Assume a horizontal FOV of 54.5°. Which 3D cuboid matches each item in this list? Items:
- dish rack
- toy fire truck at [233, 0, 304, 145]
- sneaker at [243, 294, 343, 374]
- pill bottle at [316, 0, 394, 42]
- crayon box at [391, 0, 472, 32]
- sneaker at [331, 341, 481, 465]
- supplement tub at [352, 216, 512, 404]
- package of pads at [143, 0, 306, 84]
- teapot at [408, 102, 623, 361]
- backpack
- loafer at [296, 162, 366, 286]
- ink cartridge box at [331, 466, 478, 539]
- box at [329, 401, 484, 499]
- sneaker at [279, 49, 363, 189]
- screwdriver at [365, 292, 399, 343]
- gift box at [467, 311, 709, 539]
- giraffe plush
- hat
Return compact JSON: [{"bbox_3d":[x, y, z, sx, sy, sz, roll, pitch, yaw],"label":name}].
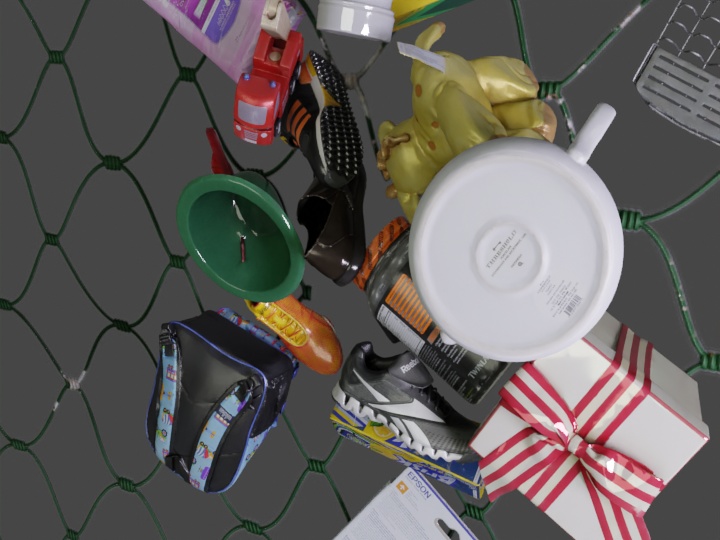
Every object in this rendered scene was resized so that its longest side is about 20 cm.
[{"bbox_3d":[0.359,-0.227,0.654,0.151,0.054,0.204,33,111,17],"label":"dish rack"},{"bbox_3d":[-0.089,-0.254,0.748,0.047,0.205,0.142,13,148,0],"label":"toy fire truck"},{"bbox_3d":[-0.102,0.062,0.906,0.200,0.077,0.073,44,112,10],"label":"sneaker"},{"bbox_3d":[0.007,-0.343,0.703,0.109,0.112,0.206,16,106,21],"label":"pill bottle"},{"bbox_3d":[0.062,-0.388,0.763,0.168,0.058,0.206,-11,95,27],"label":"crayon box"},{"bbox_3d":[0.058,0.141,0.780,0.196,0.066,0.093,23,113,24],"label":"sneaker"},{"bbox_3d":[0.091,0.039,0.786,0.199,0.122,0.124,42,113,13],"label":"supplement tub"},{"bbox_3d":[-0.171,-0.332,0.872,0.199,0.075,0.122,42,110,13],"label":"package of pads"},{"bbox_3d":[0.141,-0.028,0.628,0.194,0.146,0.204,-9,98,20],"label":"teapot"},{"bbox_3d":[-0.191,0.178,0.934,0.179,0.134,0.205,25,108,18],"label":"backpack"},{"bbox_3d":[-0.036,-0.078,0.802,0.073,0.070,0.204,-46,35,34],"label":"loafer"},{"bbox_3d":[0.075,0.374,0.895,0.200,0.040,0.201,47,114,11],"label":"ink cartridge box"},{"bbox_3d":[0.065,0.196,0.844,0.195,0.065,0.071,20,65,21],"label":"box"},{"bbox_3d":[-0.055,-0.160,0.817,0.089,0.069,0.205,-34,49,31],"label":"sneaker"},{"bbox_3d":[0.000,0.000,0.876,0.029,0.028,0.204,-28,85,-5],"label":"screwdriver"},{"bbox_3d":[0.227,0.164,0.709,0.182,0.186,0.204,34,110,16],"label":"gift box"},{"bbox_3d":[0.090,-0.137,0.749,0.196,0.176,0.163,24,138,-12],"label":"giraffe plush"},{"bbox_3d":[-0.124,-0.092,0.874,0.163,0.178,0.202,-23,114,35],"label":"hat"}]
